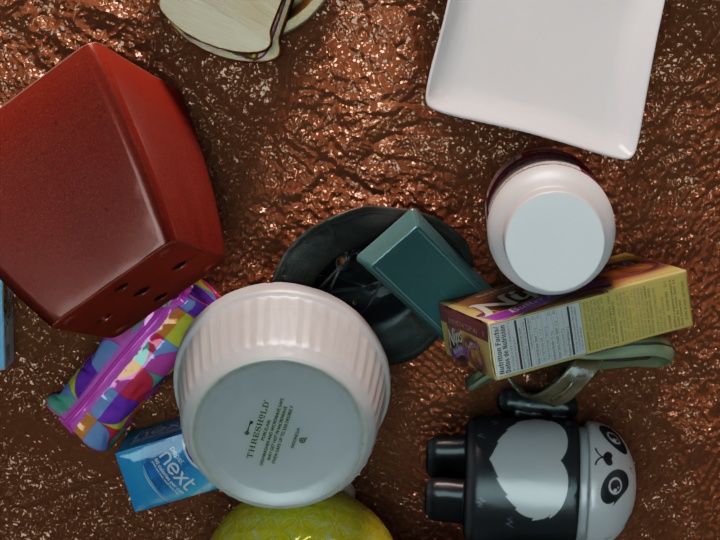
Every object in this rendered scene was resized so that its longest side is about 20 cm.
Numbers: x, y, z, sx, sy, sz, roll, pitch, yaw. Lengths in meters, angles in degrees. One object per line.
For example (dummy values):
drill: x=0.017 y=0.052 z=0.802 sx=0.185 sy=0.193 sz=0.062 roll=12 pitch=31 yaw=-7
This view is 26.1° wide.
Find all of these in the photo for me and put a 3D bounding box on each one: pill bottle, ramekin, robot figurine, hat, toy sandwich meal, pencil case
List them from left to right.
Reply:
pencil case: x=-0.215 y=0.078 z=1.488 sx=0.088 sy=0.088 sz=0.201 roll=38 pitch=102 yaw=-4
toy sandwich meal: x=-0.110 y=-0.295 z=1.413 sx=0.203 sy=0.070 sz=0.208 roll=1 pitch=101 yaw=4
ramekin: x=-0.071 y=0.121 z=1.385 sx=0.200 sy=0.095 sz=0.204 roll=0 pitch=118 yaw=-1
hat: x=0.000 y=0.000 z=1.448 sx=0.198 sy=0.081 sz=0.202 roll=-11 pitch=128 yaw=-14
robot figurine: x=0.159 y=0.199 z=1.464 sx=0.197 sy=0.125 sz=0.152 roll=2 pitch=101 yaw=3
pill bottle: x=0.167 y=-0.042 z=1.378 sx=0.112 sy=0.200 sz=0.114 roll=1 pitch=102 yaw=4

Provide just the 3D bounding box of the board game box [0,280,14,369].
board game box: x=-0.407 y=-0.008 z=1.508 sx=0.133 sy=0.034 sz=0.203 roll=2 pitch=101 yaw=3

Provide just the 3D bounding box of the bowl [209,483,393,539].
bowl: x=-0.049 y=0.255 z=1.487 sx=0.198 sy=0.201 sz=0.109 roll=7 pitch=59 yaw=2

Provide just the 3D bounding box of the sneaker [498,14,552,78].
sneaker: x=0.134 y=-0.244 z=1.403 sx=0.085 sy=0.078 sz=0.200 roll=-38 pitch=96 yaw=9

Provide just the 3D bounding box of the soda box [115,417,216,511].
soda box: x=-0.131 y=0.168 z=1.507 sx=0.198 sy=0.068 sz=0.065 roll=-17 pitch=100 yaw=7

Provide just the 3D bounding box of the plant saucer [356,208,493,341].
plant saucer: x=0.077 y=0.021 z=1.429 sx=0.070 sy=0.019 sz=0.200 roll=-41 pitch=132 yaw=7

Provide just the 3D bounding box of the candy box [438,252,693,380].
candy box: x=0.183 y=0.039 z=1.402 sx=0.198 sy=0.117 sz=0.057 roll=-13 pitch=102 yaw=-16

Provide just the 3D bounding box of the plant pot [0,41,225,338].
plant pot: x=-0.233 y=-0.052 z=1.379 sx=0.199 sy=0.200 sz=0.177 roll=-34 pitch=76 yaw=10

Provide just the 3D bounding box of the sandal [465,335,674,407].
sandal: x=0.197 y=0.097 z=1.457 sx=0.198 sy=0.080 sz=0.058 roll=-5 pitch=80 yaw=1

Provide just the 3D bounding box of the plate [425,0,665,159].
plate: x=0.164 y=-0.214 z=1.364 sx=0.198 sy=0.032 sz=0.202 roll=13 pitch=85 yaw=-12
